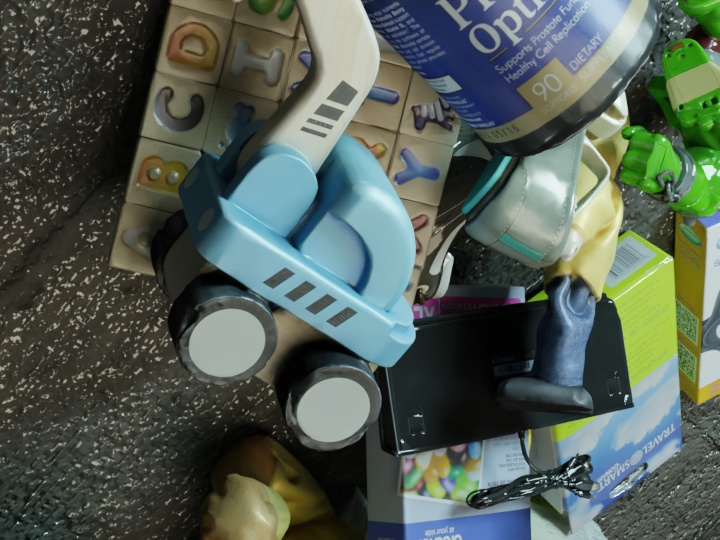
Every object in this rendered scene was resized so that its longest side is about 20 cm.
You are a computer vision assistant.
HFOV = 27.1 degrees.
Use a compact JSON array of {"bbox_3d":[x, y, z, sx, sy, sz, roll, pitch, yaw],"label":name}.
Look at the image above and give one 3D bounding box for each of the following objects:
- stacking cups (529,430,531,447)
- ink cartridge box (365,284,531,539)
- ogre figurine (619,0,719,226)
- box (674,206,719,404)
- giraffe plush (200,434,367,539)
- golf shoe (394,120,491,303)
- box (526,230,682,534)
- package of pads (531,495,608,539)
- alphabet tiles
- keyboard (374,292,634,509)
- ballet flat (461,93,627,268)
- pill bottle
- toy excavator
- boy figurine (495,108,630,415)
[{"bbox_3d":[0.030,0.089,0.969,0.199,0.061,0.061,26,107,-43],"label":"stacking cups"},{"bbox_3d":[0.056,0.109,0.930,0.119,0.042,0.202,2,87,-44],"label":"ink cartridge box"},{"bbox_3d":[0.219,-0.115,0.906,0.097,0.201,0.120,-1,154,21],"label":"ogre figurine"},{"bbox_3d":[0.284,-0.004,1.080,0.118,0.042,0.201,-24,136,-16],"label":"box"},{"bbox_3d":[-0.076,0.216,0.958,0.162,0.173,0.200,-37,172,12],"label":"giraffe plush"},{"bbox_3d":[0.000,0.000,0.838,0.200,0.078,0.094,-43,108,6],"label":"golf shoe"},{"bbox_3d":[0.168,0.082,1.056,0.122,0.048,0.201,-33,136,-19],"label":"box"},{"bbox_3d":[0.085,0.256,1.132,0.154,0.068,0.200,23,110,-42],"label":"package of pads"},{"bbox_3d":[-0.026,-0.082,0.765,0.166,0.008,0.201,12,97,-20],"label":"alphabet tiles"},{"bbox_3d":[0.093,0.085,0.916,0.199,0.021,0.128,-6,87,-35],"label":"keyboard"},{"bbox_3d":[0.112,-0.079,0.818,0.063,0.201,0.067,32,142,-7],"label":"ballet flat"},{"bbox_3d":[0.042,-0.158,0.709,0.112,0.112,0.200,-45,111,6],"label":"pill bottle"},{"bbox_3d":[-0.026,-0.048,0.693,0.194,0.100,0.200,34,103,-27],"label":"toy excavator"},{"bbox_3d":[0.120,-0.017,0.875,0.124,0.064,0.202,39,56,-79],"label":"boy figurine"}]
